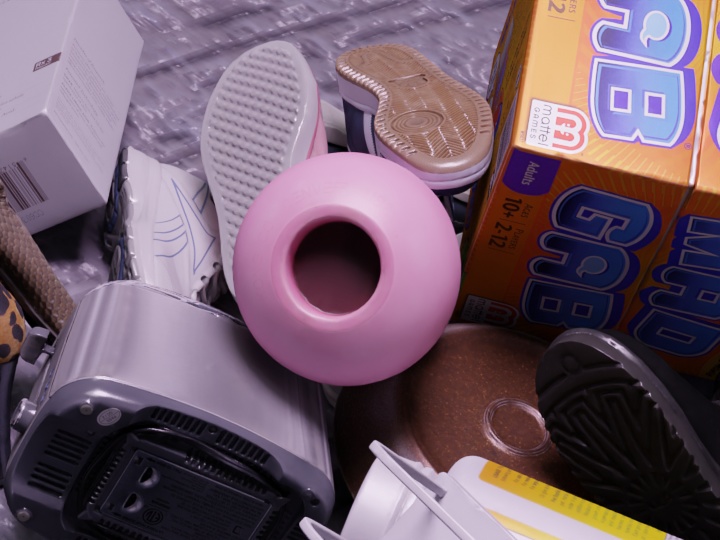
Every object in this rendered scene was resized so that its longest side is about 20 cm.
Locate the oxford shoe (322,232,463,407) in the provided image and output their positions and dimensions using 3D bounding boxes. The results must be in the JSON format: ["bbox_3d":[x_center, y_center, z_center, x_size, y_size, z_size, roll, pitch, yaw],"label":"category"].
[{"bbox_3d":[0.045,0.021,1.469,0.075,0.058,0.200,23,38,23],"label":"oxford shoe"}]

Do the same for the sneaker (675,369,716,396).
[{"bbox_3d":[0.181,-0.005,1.504,0.070,0.082,0.200,-7,40,-24],"label":"sneaker"}]

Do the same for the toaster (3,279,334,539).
[{"bbox_3d":[-0.093,0.092,1.285,0.199,0.114,0.129,23,31,-16],"label":"toaster"}]

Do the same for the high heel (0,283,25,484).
[{"bbox_3d":[-0.234,0.009,1.362,0.071,0.143,0.200,-12,40,-20],"label":"high heel"}]

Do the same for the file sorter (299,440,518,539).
[{"bbox_3d":[0.001,0.198,1.067,0.200,0.124,0.139,-48,62,2],"label":"file sorter"}]

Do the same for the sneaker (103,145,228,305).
[{"bbox_3d":[-0.113,-0.006,1.469,0.087,0.075,0.201,11,38,-13],"label":"sneaker"}]

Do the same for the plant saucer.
[{"bbox_3d":[0.084,0.098,1.348,0.199,0.037,0.201,12,44,-12],"label":"plant saucer"}]

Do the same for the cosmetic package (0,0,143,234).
[{"bbox_3d":[-0.215,-0.109,1.544,0.112,0.081,0.200,-22,34,16],"label":"cosmetic package"}]

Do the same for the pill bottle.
[{"bbox_3d":[0.088,0.165,1.222,0.199,0.110,0.109,22,38,8],"label":"pill bottle"}]

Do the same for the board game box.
[{"bbox_3d":[0.178,-0.080,1.398,0.199,0.200,0.201,12,60,-2],"label":"board game box"}]

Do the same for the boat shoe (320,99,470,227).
[{"bbox_3d":[0.010,-0.059,1.560,0.199,0.062,0.075,18,21,-18],"label":"boat shoe"}]

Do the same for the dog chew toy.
[{"bbox_3d":[0.000,0.000,1.321,0.124,0.125,0.200,14,1,9],"label":"dog chew toy"}]

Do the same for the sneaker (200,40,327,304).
[{"bbox_3d":[-0.045,-0.039,1.479,0.075,0.105,0.201,-16,55,17],"label":"sneaker"}]

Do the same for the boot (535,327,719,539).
[{"bbox_3d":[0.195,0.083,1.339,0.211,0.079,0.158,50,42,-12],"label":"boot"}]

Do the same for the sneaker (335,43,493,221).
[{"bbox_3d":[0.036,-0.057,1.429,0.070,0.109,0.200,-11,25,-11],"label":"sneaker"}]

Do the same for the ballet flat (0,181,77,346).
[{"bbox_3d":[-0.178,0.006,1.350,0.046,0.200,0.067,-45,27,-13],"label":"ballet flat"}]
